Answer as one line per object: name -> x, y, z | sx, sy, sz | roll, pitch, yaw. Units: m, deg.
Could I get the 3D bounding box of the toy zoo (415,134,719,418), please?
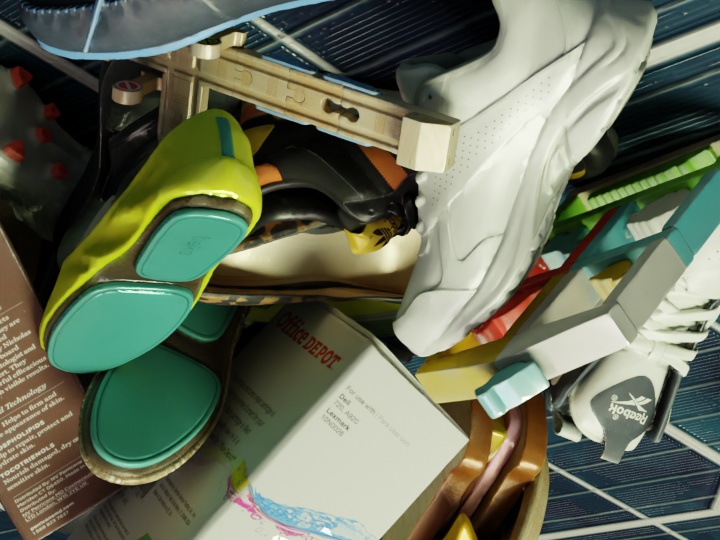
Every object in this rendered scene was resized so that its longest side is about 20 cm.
toy zoo -> 0.107, 0.004, 0.880 | 0.131, 0.200, 0.020 | -21, 109, 48

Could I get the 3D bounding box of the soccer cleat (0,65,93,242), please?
soccer cleat -> -0.180, -0.054, 1.013 | 0.077, 0.069, 0.200 | -24, 142, 34

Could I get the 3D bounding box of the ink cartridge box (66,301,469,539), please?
ink cartridge box -> -0.054, 0.120, 0.996 | 0.084, 0.200, 0.145 | 44, 175, -20

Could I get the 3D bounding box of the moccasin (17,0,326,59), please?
moccasin -> -0.064, -0.149, 0.787 | 0.200, 0.081, 0.068 | -14, 142, 18

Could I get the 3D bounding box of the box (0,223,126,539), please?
box -> -0.203, 0.042, 0.982 | 0.100, 0.075, 0.200 | 43, 157, 47

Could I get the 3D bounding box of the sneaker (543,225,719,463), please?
sneaker -> 0.160, 0.036, 0.984 | 0.079, 0.130, 0.199 | 25, 151, -27

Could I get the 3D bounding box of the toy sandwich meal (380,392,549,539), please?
toy sandwich meal -> 0.034, 0.140, 1.035 | 0.070, 0.205, 0.205 | 31, 149, -19

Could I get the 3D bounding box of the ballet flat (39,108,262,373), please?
ballet flat -> -0.102, -0.015, 0.882 | 0.067, 0.067, 0.200 | 9, 152, -26

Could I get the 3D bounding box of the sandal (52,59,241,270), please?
sandal -> -0.106, -0.054, 0.949 | 0.075, 0.048, 0.201 | -1, 140, -26

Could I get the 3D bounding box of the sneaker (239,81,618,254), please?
sneaker -> 0.028, -0.045, 0.921 | 0.200, 0.090, 0.070 | 4, 153, 16

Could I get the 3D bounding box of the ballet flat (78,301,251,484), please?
ballet flat -> -0.104, 0.056, 0.994 | 0.070, 0.200, 0.065 | 30, 132, -3

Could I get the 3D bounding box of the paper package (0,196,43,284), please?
paper package -> -0.311, -0.039, 1.065 | 0.200, 0.104, 0.191 | -10, 146, 36

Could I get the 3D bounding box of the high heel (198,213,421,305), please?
high heel -> 0.000, 0.000, 0.968 | 0.200, 0.143, 0.072 | 11, 112, 12

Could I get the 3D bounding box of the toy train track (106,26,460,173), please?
toy train track -> -0.050, -0.084, 0.838 | 0.200, 0.033, 0.115 | 20, 119, 22

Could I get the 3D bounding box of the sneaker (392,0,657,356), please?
sneaker -> 0.054, -0.055, 0.851 | 0.099, 0.078, 0.200 | 29, 109, 3

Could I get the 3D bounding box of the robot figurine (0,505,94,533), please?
robot figurine -> -0.228, 0.118, 1.327 | 0.200, 0.125, 0.150 | 26, -167, -26

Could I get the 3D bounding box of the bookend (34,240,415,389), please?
bookend -> -0.088, 0.066, 1.150 | 0.198, 0.092, 0.200 | 3, 157, 39

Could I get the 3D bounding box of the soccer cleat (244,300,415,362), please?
soccer cleat -> -0.016, -0.002, 1.084 | 0.200, 0.065, 0.084 | 13, 125, 6
